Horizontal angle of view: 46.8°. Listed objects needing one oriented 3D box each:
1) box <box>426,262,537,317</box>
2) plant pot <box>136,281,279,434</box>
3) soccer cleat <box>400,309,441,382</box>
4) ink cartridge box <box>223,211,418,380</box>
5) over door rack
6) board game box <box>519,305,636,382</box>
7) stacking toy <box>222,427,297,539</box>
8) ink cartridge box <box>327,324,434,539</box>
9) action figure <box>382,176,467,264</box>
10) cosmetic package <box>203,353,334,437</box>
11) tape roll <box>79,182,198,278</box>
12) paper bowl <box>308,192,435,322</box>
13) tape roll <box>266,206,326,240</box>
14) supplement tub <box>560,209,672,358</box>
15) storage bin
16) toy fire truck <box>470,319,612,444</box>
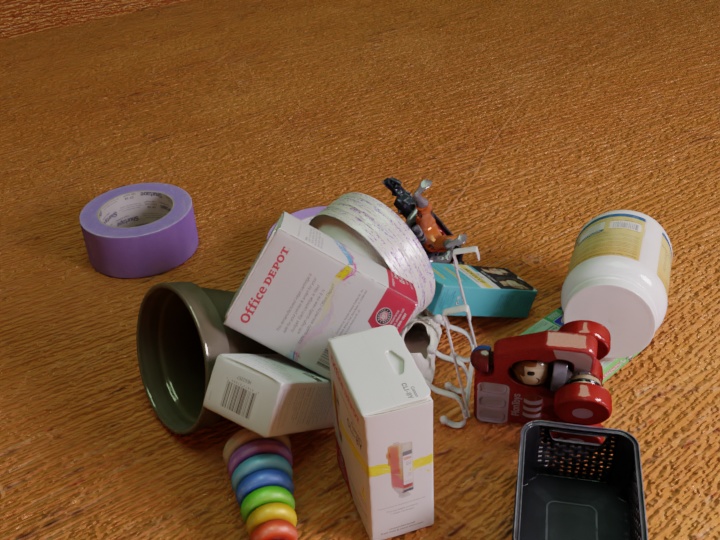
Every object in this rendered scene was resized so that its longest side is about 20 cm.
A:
[{"bbox_3d":[0.170,0.030,1.266,0.199,0.049,0.082,3,25,-37],"label":"box"},{"bbox_3d":[-0.187,0.105,1.142,0.173,0.201,0.200,-10,31,-39],"label":"plant pot"},{"bbox_3d":[0.085,0.092,1.218,0.069,0.078,0.201,0,33,4],"label":"soccer cleat"},{"bbox_3d":[-0.048,0.041,1.049,0.199,0.148,0.086,30,17,-9],"label":"ink cartridge box"},{"bbox_3d":[0.121,0.086,1.110,0.066,0.201,0.148,3,36,11],"label":"over door rack"},{"bbox_3d":[0.306,0.116,1.211,0.199,0.029,0.134,-28,42,-33],"label":"board game box"},{"bbox_3d":[-0.104,0.276,0.961,0.085,0.086,0.200,-10,39,-12],"label":"stacking toy"},{"bbox_3d":[0.023,0.187,0.969,0.083,0.201,0.145,-12,34,-13],"label":"ink cartridge box"},{"bbox_3d":[0.088,-0.073,1.381,0.104,0.194,0.200,-40,80,-21],"label":"action figure"},{"bbox_3d":[-0.096,0.153,1.054,0.101,0.075,0.200,21,5,25],"label":"cosmetic package"},{"bbox_3d":[-0.398,-0.076,1.503,0.198,0.085,0.200,-2,33,1],"label":"tape roll"},{"bbox_3d":[0.000,0.000,1.170,0.104,0.201,0.200,-39,46,-24],"label":"paper bowl"},{"bbox_3d":[-0.059,-0.035,1.434,0.198,0.066,0.201,-3,34,2],"label":"tape roll"},{"bbox_3d":[0.368,0.018,1.198,0.144,0.146,0.200,10,35,18],"label":"supplement tub"},{"bbox_3d":[0.238,0.273,0.922,0.134,0.094,0.200,4,33,11],"label":"storage bin"},{"bbox_3d":[0.220,0.140,1.031,0.167,0.201,0.113,3,54,11],"label":"toy fire truck"}]
